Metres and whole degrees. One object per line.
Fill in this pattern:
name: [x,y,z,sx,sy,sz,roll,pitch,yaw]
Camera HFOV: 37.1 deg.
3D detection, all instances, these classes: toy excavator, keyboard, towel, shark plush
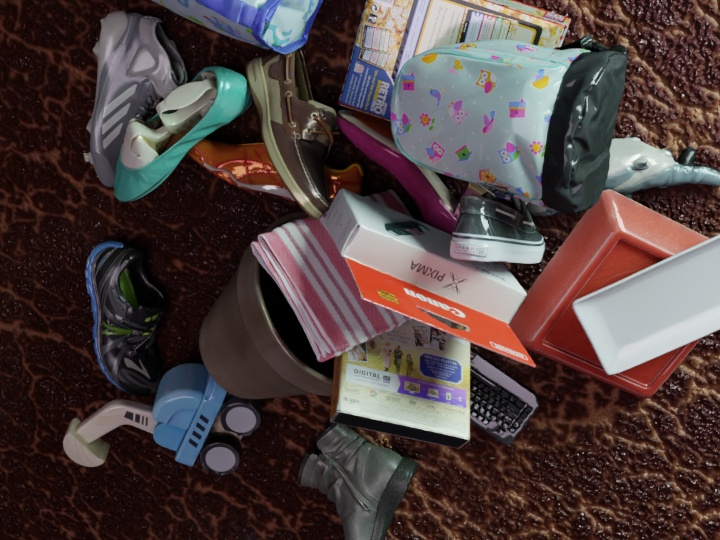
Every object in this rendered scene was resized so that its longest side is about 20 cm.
toy excavator: [-0.234,0.173,1.285,0.200,0.100,0.195,23,115,-11]
keyboard: [0.095,0.141,1.249,0.200,0.021,0.127,34,116,1]
towel: [0.000,0.000,1.110,0.147,0.200,0.030,58,141,13]
shark plush: [0.270,-0.098,1.097,0.199,0.091,0.083,-10,130,-2]

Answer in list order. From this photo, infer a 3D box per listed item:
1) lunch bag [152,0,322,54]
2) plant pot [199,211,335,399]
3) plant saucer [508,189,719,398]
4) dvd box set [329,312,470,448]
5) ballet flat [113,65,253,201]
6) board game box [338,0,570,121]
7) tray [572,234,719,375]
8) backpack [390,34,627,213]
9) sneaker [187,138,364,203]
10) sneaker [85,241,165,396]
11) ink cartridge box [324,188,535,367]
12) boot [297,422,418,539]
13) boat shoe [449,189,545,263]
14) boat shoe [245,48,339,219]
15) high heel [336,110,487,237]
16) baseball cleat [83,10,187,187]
lunch bag: [-0.133,-0.288,1.037,0.170,0.200,0.128,26,117,5]
plant pot: [-0.084,0.062,1.188,0.173,0.200,0.200,-33,100,41]
plant saucer: [0.279,0.040,1.108,0.200,0.037,0.200,23,118,-18]
dvd box set: [0.045,0.076,1.121,0.146,0.200,0.029,14,147,-17]
ballet flat: [-0.207,-0.152,1.142,0.200,0.070,0.067,-36,56,15]
board game box: [0.093,-0.211,1.089,0.200,0.046,0.152,21,115,7]
tray: [0.318,0.024,1.066,0.200,0.022,0.107,-26,121,12]
backpack: [0.130,-0.147,0.993,0.200,0.126,0.167,18,105,28]
sneaker: [-0.091,-0.118,1.179,0.199,0.073,0.077,15,98,3]
sneaker: [-0.275,0.063,1.289,0.083,0.071,0.200,5,111,33]
ink cartridge box: [0.073,0.004,1.041,0.200,0.174,0.044,22,108,-22]
boot: [-0.021,0.283,1.323,0.130,0.068,0.200,26,109,9]
boat shoe: [0.144,-0.046,1.066,0.072,0.200,0.071,11,97,19]
boat shoe: [-0.059,-0.149,1.108,0.072,0.072,0.200,-25,62,14]
high heel: [0.045,-0.089,1.144,0.200,0.067,0.096,34,120,3]
baseball cleat: [-0.248,-0.182,1.187,0.106,0.070,0.200,11,115,12]
